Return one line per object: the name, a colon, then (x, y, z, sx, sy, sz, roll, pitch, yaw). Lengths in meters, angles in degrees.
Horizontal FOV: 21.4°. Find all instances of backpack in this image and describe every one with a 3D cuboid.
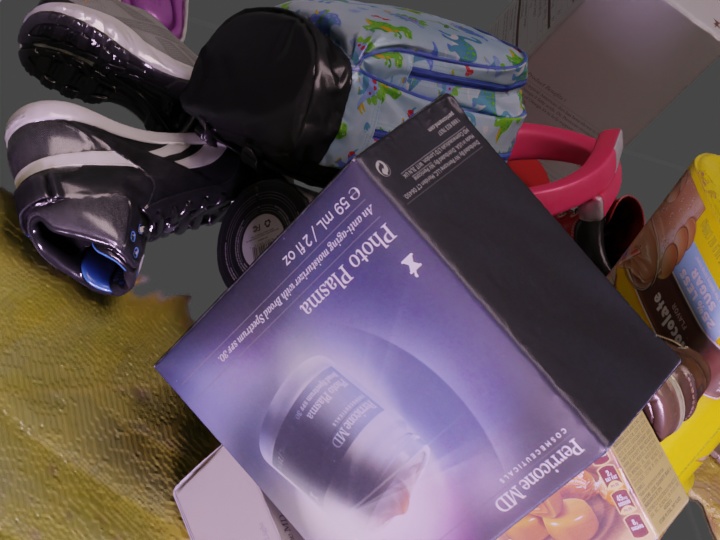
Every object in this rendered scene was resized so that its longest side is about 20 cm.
backpack: (0.014, -0.106, 1.210, 0.199, 0.155, 0.163, 27, 0, -33)

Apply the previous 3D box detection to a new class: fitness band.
fitness band: (0.111, -0.067, 1.343, 0.200, 0.142, 0.038, -50, 137, -65)

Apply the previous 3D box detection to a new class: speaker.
speaker: (0.000, 0.000, 1.245, 0.199, 0.081, 0.082, 17, 45, -51)

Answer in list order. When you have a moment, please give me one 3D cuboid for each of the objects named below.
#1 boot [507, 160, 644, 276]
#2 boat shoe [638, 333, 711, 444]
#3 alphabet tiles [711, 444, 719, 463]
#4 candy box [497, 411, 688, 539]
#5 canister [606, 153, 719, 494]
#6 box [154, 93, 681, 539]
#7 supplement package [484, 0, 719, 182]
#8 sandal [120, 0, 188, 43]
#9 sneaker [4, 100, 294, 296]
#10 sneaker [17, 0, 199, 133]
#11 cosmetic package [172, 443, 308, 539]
boot: (0.156, -0.039, 1.413, 0.072, 0.144, 0.201, 23, 42, -25)
boat shoe: (0.129, 0.052, 1.195, 0.201, 0.075, 0.075, 23, 41, 37)
alphabet tiles: (0.280, 0.080, 1.539, 0.200, 0.008, 0.168, 42, 37, -7)
candy box: (0.095, 0.076, 1.124, 0.055, 0.115, 0.201, -36, 99, -52)
canister: (0.211, 0.042, 1.253, 0.086, 0.201, 0.149, 11, 40, -28)
box: (0.030, 0.051, 1.042, 0.199, 0.200, 0.123, 47, 36, 3)
supplement package: (0.181, -0.174, 1.507, 0.116, 0.200, 0.118, 32, 36, -18)
sandal: (-0.147, -0.236, 1.372, 0.082, 0.050, 0.204, 16, 47, -35)
sneaker: (-0.129, -0.030, 1.197, 0.198, 0.073, 0.113, 11, 54, -29)
sneaker: (-0.131, -0.130, 1.277, 0.199, 0.074, 0.080, 33, 34, -17)
cosmetic package: (-0.003, 0.150, 1.148, 0.199, 0.073, 0.104, -2, 59, -46)
